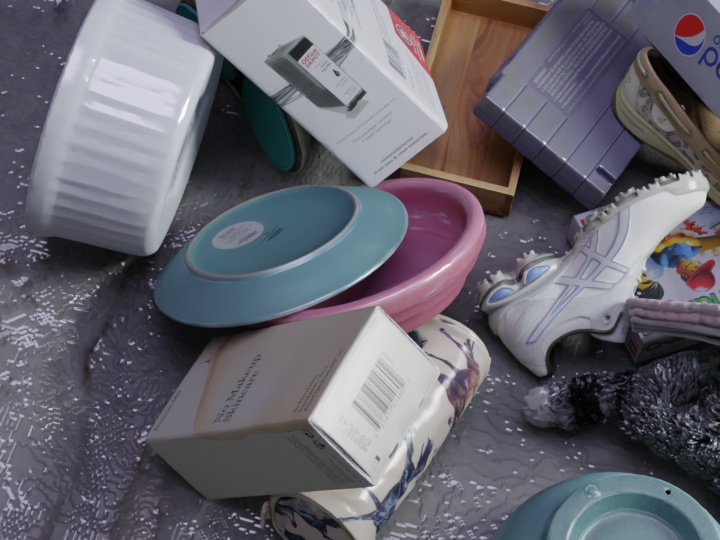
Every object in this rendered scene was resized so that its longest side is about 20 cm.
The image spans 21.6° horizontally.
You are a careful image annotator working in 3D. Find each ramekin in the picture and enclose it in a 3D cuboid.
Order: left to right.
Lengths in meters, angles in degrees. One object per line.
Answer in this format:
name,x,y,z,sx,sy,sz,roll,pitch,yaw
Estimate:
ramekin,-0.174,-0.108,1.427,0.098,0.201,0.201,18,58,-2

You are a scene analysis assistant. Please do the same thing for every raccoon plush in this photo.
raccoon plush,0.230,0.139,1.387,0.200,0.097,0.134,-14,70,19

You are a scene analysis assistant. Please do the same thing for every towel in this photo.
towel,0.320,0.044,1.350,0.191,0.200,0.032,5,91,-27

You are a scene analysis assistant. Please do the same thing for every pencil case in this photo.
pencil case,0.010,0.120,1.365,0.089,0.078,0.200,20,57,27

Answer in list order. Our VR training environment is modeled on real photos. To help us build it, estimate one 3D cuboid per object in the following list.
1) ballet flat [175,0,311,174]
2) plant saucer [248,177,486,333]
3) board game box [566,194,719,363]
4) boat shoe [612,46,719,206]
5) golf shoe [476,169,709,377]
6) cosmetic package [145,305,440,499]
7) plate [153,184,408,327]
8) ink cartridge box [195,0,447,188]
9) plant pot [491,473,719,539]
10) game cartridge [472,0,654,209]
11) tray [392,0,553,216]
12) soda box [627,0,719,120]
ballet flat,-0.079,-0.164,1.546,0.069,0.070,0.200,-26,64,-19
plant saucer,0.000,0.000,1.410,0.200,0.051,0.201,-14,27,7
board game box,0.280,-0.014,1.494,0.200,0.035,0.126,-18,61,-15
boat shoe,0.291,-0.101,1.486,0.200,0.063,0.073,33,58,7
golf shoe,0.190,0.004,1.427,0.200,0.078,0.097,-35,78,17
cosmetic package,-0.049,0.095,1.305,0.073,0.200,0.104,46,56,-24
plate,-0.063,-0.021,1.408,0.200,0.026,0.200,-15,27,8
ink cartridge box,-0.035,-0.182,1.458,0.083,0.200,0.147,-38,34,18
plant pot,0.175,0.218,1.277,0.200,0.134,0.201,2,58,-3
game cartridge,0.186,-0.151,1.542,0.130,0.038,0.200,37,52,4
tray,0.097,-0.143,1.561,0.098,0.037,0.200,14,59,4
soda box,0.294,-0.158,1.445,0.068,0.063,0.200,-3,46,-36
